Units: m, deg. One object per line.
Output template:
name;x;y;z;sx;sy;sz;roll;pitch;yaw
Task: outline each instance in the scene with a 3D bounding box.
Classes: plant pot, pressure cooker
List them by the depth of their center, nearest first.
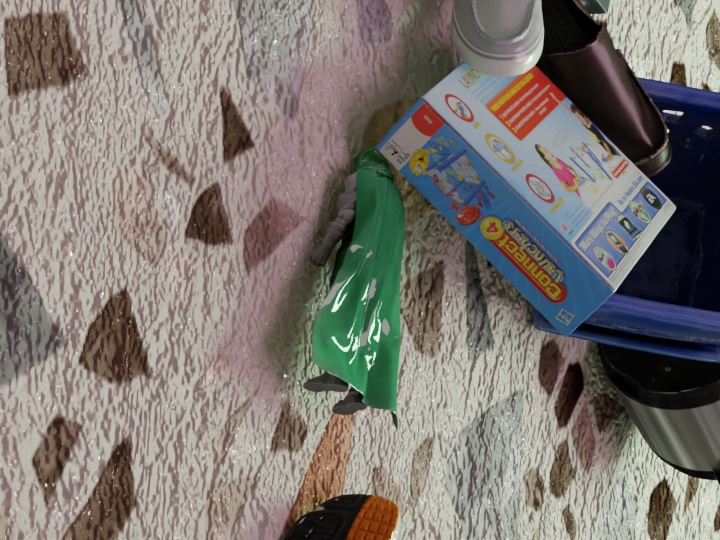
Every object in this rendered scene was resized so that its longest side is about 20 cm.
plant pot;0.242;-0.034;1.884;0.180;0.200;0.200;91;9;-74
pressure cooker;0.324;0.093;2.089;0.176;0.179;0.200;-53;140;-17

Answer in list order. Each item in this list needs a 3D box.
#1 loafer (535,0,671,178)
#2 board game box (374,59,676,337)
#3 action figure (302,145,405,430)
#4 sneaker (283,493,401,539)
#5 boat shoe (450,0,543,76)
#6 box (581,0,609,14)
loafer;0.173;-0.156;1.785;0.073;0.200;0.071;-37;171;-11
board game box;0.128;-0.069;1.690;0.196;0.056;0.200;45;28;1
action figure;0.000;0.000;1.601;0.118;0.055;0.200;47;44;-51
sneaker;-0.027;0.246;1.562;0.200;0.076;0.092;-58;148;-31
boat shoe;0.103;-0.229;1.715;0.201;0.070;0.072;-88;178;-46
box;0.168;-0.330;1.903;0.200;0.044;0.160;39;58;-56
